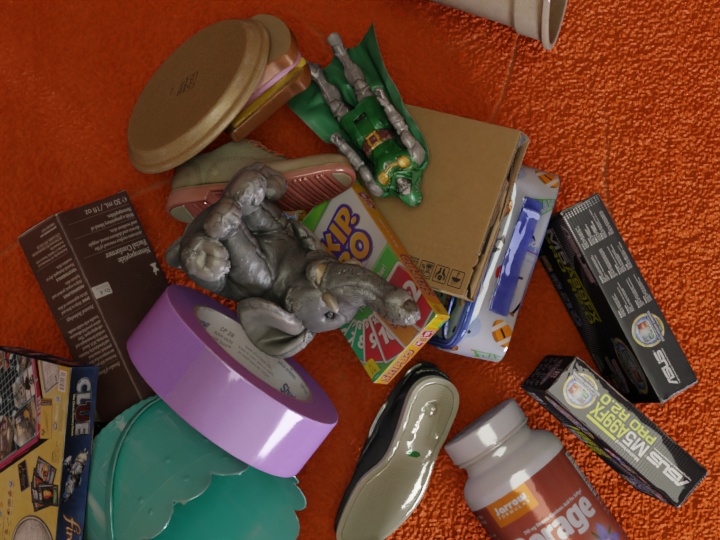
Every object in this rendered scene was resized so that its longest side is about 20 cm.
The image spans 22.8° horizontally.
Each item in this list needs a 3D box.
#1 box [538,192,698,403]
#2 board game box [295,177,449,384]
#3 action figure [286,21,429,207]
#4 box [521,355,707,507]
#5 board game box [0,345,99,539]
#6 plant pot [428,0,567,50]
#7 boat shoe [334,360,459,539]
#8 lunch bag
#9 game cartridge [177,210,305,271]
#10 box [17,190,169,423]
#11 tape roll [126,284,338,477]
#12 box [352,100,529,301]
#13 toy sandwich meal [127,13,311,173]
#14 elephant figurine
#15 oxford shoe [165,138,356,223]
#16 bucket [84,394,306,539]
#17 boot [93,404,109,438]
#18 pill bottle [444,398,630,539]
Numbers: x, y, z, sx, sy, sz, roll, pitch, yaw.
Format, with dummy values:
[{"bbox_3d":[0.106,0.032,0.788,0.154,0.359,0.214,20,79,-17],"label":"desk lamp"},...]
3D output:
[{"bbox_3d":[0.238,0.031,1.716,0.044,0.160,0.201,-28,90,-8],"label":"box"},{"bbox_3d":[0.000,0.000,1.683,0.096,0.030,0.201,-48,55,25],"label":"board game box"},{"bbox_3d":[0.008,-0.137,1.701,0.118,0.055,0.201,-41,59,15],"label":"action figure"},{"bbox_3d":[0.235,0.148,1.687,0.160,0.200,0.044,41,87,0],"label":"box"},{"bbox_3d":[-0.305,0.178,1.654,0.135,0.034,0.202,10,95,43],"label":"board game box"},{"bbox_3d":[0.113,-0.329,1.723,0.182,0.200,0.202,11,88,11],"label":"plant pot"},{"bbox_3d":[0.032,0.184,1.763,0.071,0.068,0.201,22,102,-25],"label":"boat shoe"},{"bbox_3d":[0.123,-0.015,1.714,0.075,0.160,0.202,17,87,-10],"label":"lunch bag"},{"bbox_3d":[-0.073,-0.032,1.776,0.198,0.040,0.134,19,84,-1],"label":"game cartridge"},{"bbox_3d":[-0.240,0.034,1.729,0.075,0.100,0.201,-24,91,41],"label":"box"},{"bbox_3d":[-0.117,0.100,1.637,0.200,0.200,0.066,39,98,0],"label":"tape roll"},{"bbox_3d":[0.053,-0.073,1.692,0.199,0.021,0.165,17,87,40],"label":"box"},{"bbox_3d":[-0.140,-0.164,1.726,0.205,0.205,0.070,-50,122,-2],"label":"toy sandwich meal"},{"bbox_3d":[-0.065,0.011,1.628,0.200,0.155,0.142,39,98,-11],"label":"elephant figurine"},{"bbox_3d":[-0.097,-0.097,1.705,0.198,0.071,0.074,-7,65,21],"label":"oxford shoe"},{"bbox_3d":[-0.168,0.221,1.674,0.207,0.207,0.135,-48,57,-2],"label":"bucket"},{"bbox_3d":[-0.341,0.197,1.747,0.202,0.073,0.155,1,91,0],"label":"boot"},{"bbox_3d":[0.172,0.230,1.734,0.112,0.112,0.201,-36,89,-2],"label":"pill bottle"}]
